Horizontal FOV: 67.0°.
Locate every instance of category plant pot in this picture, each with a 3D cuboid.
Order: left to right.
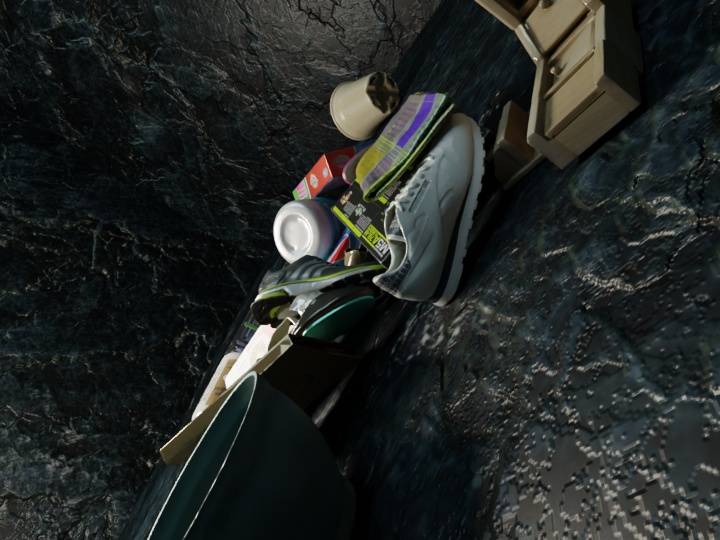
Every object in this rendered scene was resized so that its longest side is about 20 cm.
[{"bbox_3d":[-0.088,0.211,0.471,0.201,0.133,0.201,-53,13,18],"label":"plant pot"},{"bbox_3d":[0.029,-0.550,1.778,0.183,0.200,0.202,-7,50,59],"label":"plant pot"}]

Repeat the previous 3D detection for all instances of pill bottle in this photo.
[{"bbox_3d":[-0.244,0.264,1.003,0.114,0.114,0.202,-44,18,46],"label":"pill bottle"},{"bbox_3d":[-0.055,-0.077,0.974,0.111,0.111,0.199,-50,-17,29],"label":"pill bottle"}]

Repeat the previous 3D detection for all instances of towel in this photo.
[{"bbox_3d":[0.043,-0.151,0.641,0.144,0.023,0.200,-50,15,14],"label":"towel"}]

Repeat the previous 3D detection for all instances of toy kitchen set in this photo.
[{"bbox_3d":[0.129,-0.199,0.505,0.163,0.179,0.202,-45,18,48],"label":"toy kitchen set"}]

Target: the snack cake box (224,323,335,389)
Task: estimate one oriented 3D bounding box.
[{"bbox_3d":[-0.117,0.145,0.787,0.201,0.067,0.116,-52,44,29],"label":"snack cake box"}]

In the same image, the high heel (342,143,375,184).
[{"bbox_3d":[0.045,-0.169,0.852,0.198,0.068,0.096,-19,11,-26],"label":"high heel"}]

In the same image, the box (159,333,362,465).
[{"bbox_3d":[-0.106,0.150,0.625,0.200,0.021,0.163,-42,-25,11],"label":"box"}]

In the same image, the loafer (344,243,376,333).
[{"bbox_3d":[0.000,0.000,0.788,0.202,0.067,0.076,-59,12,-3],"label":"loafer"}]

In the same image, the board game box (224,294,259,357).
[{"bbox_3d":[-0.223,0.152,1.196,0.201,0.056,0.167,102,-168,-67],"label":"board game box"}]

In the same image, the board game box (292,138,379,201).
[{"bbox_3d":[-0.024,-0.172,0.975,0.151,0.041,0.200,-21,-2,-25],"label":"board game box"}]

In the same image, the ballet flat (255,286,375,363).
[{"bbox_3d":[-0.066,0.071,0.651,0.200,0.068,0.069,-46,57,20],"label":"ballet flat"}]

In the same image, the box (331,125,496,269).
[{"bbox_3d":[0.062,-0.110,0.694,0.194,0.047,0.200,-53,31,7],"label":"box"}]

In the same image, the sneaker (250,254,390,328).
[{"bbox_3d":[-0.046,0.011,0.713,0.074,0.197,0.082,77,-176,-46],"label":"sneaker"}]

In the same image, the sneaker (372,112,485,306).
[{"bbox_3d":[0.070,-0.069,0.548,0.076,0.079,0.203,141,141,-75],"label":"sneaker"}]

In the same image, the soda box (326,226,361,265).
[{"bbox_3d":[-0.016,-0.009,0.872,0.202,0.067,0.064,-62,13,-18],"label":"soda box"}]
